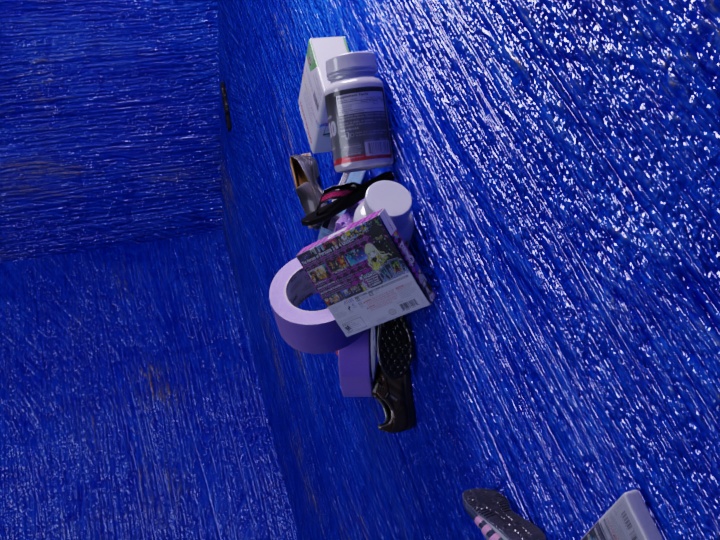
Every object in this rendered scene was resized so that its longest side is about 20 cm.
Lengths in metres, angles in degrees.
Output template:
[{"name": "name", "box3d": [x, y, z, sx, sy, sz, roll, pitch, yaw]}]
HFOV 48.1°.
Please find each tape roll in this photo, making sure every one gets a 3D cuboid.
[{"name": "tape roll", "box3d": [-0.004, 0.160, 1.677, 0.200, 0.064, 0.205, -1, -90, -85]}, {"name": "tape roll", "box3d": [-0.076, 0.059, 1.585, 0.201, 0.196, 0.086, -116, 9, -45]}]

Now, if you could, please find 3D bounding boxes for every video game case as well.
[{"name": "video game case", "box3d": [0.007, 0.009, 1.412, 0.198, 0.036, 0.183, -24, 105, 35]}, {"name": "video game case", "box3d": [0.311, 0.374, 0.891, 0.184, 0.023, 0.202, 102, 153, -51]}]

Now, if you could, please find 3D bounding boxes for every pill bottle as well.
[{"name": "pill bottle", "box3d": [0.036, -0.062, 1.461, 0.202, 0.110, 0.114, 101, 154, -51]}, {"name": "pill bottle", "box3d": [-0.006, -0.289, 1.485, 0.114, 0.112, 0.205, -178, 80, -74]}]

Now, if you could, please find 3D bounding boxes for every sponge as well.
[{"name": "sponge", "box3d": [-0.018, -0.080, 1.570, 0.201, 0.029, 0.113, -60, -14, -59]}]

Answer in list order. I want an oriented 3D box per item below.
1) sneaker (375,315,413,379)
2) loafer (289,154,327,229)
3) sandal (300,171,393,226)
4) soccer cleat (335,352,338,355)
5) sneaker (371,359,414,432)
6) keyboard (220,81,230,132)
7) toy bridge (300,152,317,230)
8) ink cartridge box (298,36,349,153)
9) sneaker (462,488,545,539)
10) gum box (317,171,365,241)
[{"name": "sneaker", "box3d": [0.062, 0.109, 1.575, 0.083, 0.070, 0.205, 73, -169, -84]}, {"name": "loafer", "box3d": [-0.137, -0.199, 2.032, 0.072, 0.072, 0.203, -32, 64, 34]}, {"name": "sandal", "box3d": [-0.031, -0.146, 1.521, 0.045, 0.198, 0.075, 57, -166, -19]}, {"name": "soccer cleat", "box3d": [-0.028, 0.199, 1.889, 0.067, 0.075, 0.204, 118, 140, -65]}, {"name": "sneaker", "box3d": [0.057, 0.222, 1.606, 0.070, 0.074, 0.204, 151, 109, -73]}, {"name": "keyboard", "box3d": [-0.573, -0.703, 3.429, 0.127, 0.020, 0.204, 150, 110, -79]}, {"name": "toy bridge", "box3d": [-0.128, -0.206, 2.114, 0.067, 0.027, 0.205, 178, 85, -73]}, {"name": "ink cartridge box", "box3d": [-0.069, -0.370, 1.716, 0.201, 0.082, 0.147, 111, 147, -59]}, {"name": "sneaker", "box3d": [0.204, 0.391, 1.188, 0.200, 0.069, 0.084, -146, 52, -71]}, {"name": "gum box", "box3d": [-0.046, -0.111, 1.680, 0.201, 0.044, 0.172, 114, 177, -65]}]
